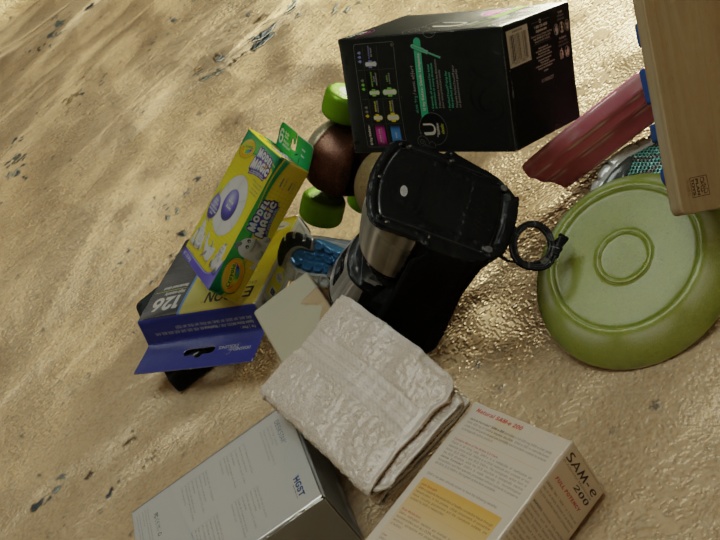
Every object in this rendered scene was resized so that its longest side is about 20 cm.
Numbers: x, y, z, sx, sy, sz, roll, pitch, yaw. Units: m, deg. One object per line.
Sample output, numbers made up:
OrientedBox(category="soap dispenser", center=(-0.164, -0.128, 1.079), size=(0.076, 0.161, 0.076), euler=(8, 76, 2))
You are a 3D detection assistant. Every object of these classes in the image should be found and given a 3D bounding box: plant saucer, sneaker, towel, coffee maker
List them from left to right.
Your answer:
OrientedBox(category="towel", center=(-0.001, 0.114, 1.147), size=(0.133, 0.035, 0.199), euler=(-47, 46, -9))
OrientedBox(category="sneaker", center=(0.000, 0.000, 1.412), size=(0.086, 0.076, 0.199), euler=(-7, 28, -45))
OrientedBox(category="coffee maker", center=(0.072, -0.004, 1.231), size=(0.135, 0.192, 0.201), euler=(-44, -12, -30))
OrientedBox(category="plant saucer", center=(0.261, -0.152, 1.296), size=(0.200, 0.051, 0.201), euler=(-38, -2, -1))
OrientedBox(category="plant saucer", center=(0.250, -0.008, 1.155), size=(0.198, 0.031, 0.203), euler=(-17, 56, 26))
OrientedBox(category="sneaker", center=(0.311, -0.096, 1.230), size=(0.200, 0.078, 0.091), euler=(-43, 38, -6))

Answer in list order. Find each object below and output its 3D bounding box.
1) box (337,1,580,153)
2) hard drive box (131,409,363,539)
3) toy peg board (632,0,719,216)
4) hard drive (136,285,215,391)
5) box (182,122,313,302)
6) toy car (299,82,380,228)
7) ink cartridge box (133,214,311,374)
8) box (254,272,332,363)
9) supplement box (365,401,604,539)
OrientedBox(category="box", center=(0.101, -0.197, 1.271), size=(0.198, 0.126, 0.148), euler=(3, 20, 37))
OrientedBox(category="hard drive box", center=(-0.115, 0.248, 1.200), size=(0.199, 0.077, 0.156), euler=(-35, 33, 4))
OrientedBox(category="toy peg board", center=(0.335, -0.161, 1.142), size=(0.196, 0.203, 0.098), euler=(-11, 0, -19))
OrientedBox(category="hard drive", center=(-0.205, 0.055, 1.567), size=(0.139, 0.033, 0.200), euler=(-38, 32, -2))
OrientedBox(category="box", center=(-0.130, -0.077, 1.439), size=(0.202, 0.048, 0.117), euler=(-59, 32, 7))
OrientedBox(category="toy car", center=(0.044, -0.103, 1.422), size=(0.157, 0.166, 0.199), euler=(-16, 42, -42))
OrientedBox(category="ink cartridge box", center=(-0.175, 0.029, 1.499), size=(0.195, 0.047, 0.201), euler=(-9, 39, 35))
OrientedBox(category="box", center=(-0.035, 0.095, 1.300), size=(0.077, 0.095, 0.200), euler=(-37, 34, -1))
OrientedBox(category="supplement box", center=(0.093, 0.221, 1.038), size=(0.200, 0.074, 0.125), euler=(-48, 34, -17))
